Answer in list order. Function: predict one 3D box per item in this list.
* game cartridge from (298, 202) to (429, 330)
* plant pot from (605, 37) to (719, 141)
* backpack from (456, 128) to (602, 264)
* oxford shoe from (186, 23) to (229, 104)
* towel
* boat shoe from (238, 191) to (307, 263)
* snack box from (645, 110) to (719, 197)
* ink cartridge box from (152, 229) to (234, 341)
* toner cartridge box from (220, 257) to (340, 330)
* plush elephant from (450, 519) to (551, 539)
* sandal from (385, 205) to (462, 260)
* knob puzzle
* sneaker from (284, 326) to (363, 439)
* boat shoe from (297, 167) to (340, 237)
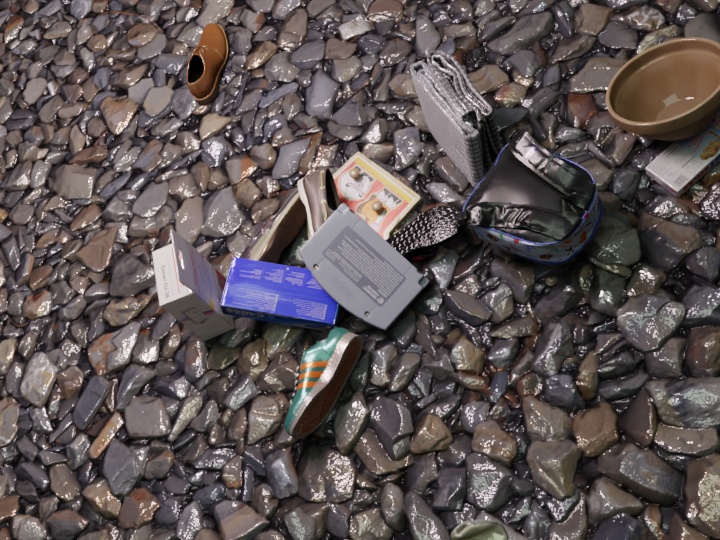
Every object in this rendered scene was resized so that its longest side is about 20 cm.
[{"bbox_3d":[0.000,0.000,1.580,0.200,0.040,0.133,43,83,4],"label":"game cartridge"},{"bbox_3d":[0.511,-0.278,1.530,0.200,0.093,0.201,-21,42,20],"label":"plant pot"},{"bbox_3d":[0.286,-0.098,1.504,0.190,0.154,0.200,27,82,39],"label":"backpack"},{"bbox_3d":[-0.325,-0.452,1.978,0.071,0.071,0.200,-8,60,19],"label":"oxford shoe"},{"bbox_3d":[0.176,-0.266,1.628,0.085,0.166,0.200,-31,57,-4],"label":"towel"},{"bbox_3d":[-0.165,-0.064,1.708,0.065,0.072,0.200,28,85,29],"label":"boat shoe"},{"bbox_3d":[0.562,-0.208,1.528,0.200,0.024,0.072,-41,55,-3],"label":"snack box"},{"bbox_3d":[-0.300,0.027,1.636,0.067,0.200,0.117,-22,58,9],"label":"ink cartridge box"},{"bbox_3d":[-0.133,0.042,1.621,0.199,0.043,0.095,10,67,5],"label":"toner cartridge box"},{"bbox_3d":[0.171,0.428,1.271,0.154,0.165,0.200,12,39,12],"label":"plush elephant"},{"bbox_3d":[0.099,-0.048,1.621,0.200,0.045,0.075,-29,50,22],"label":"sandal"},{"bbox_3d":[-0.019,-0.108,1.700,0.219,0.030,0.220,-9,61,17],"label":"knob puzzle"},{"bbox_3d":[-0.076,0.182,1.550,0.080,0.071,0.200,20,67,33],"label":"sneaker"},{"bbox_3d":[-0.054,-0.090,1.650,0.059,0.072,0.200,-30,60,21],"label":"boat shoe"}]
